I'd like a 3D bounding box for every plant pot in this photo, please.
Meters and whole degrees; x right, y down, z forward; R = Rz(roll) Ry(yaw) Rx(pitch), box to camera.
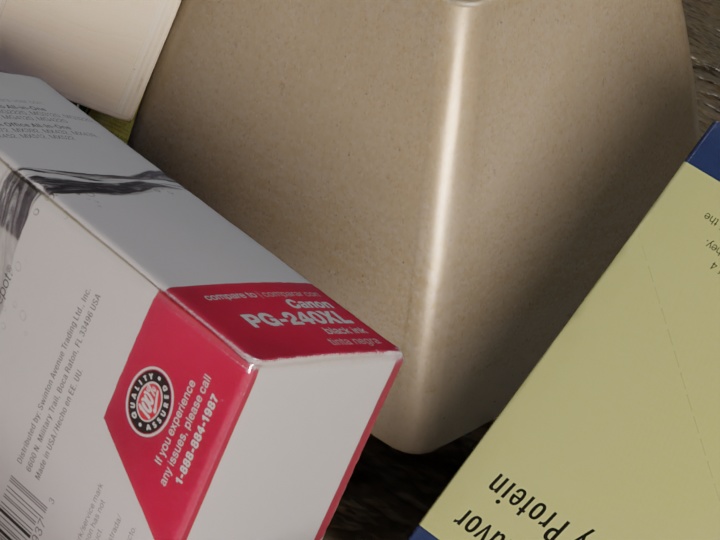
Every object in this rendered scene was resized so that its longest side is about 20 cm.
[{"bbox_3d":[0.027,-0.071,0.973,0.199,0.178,0.200,30,38,34],"label":"plant pot"}]

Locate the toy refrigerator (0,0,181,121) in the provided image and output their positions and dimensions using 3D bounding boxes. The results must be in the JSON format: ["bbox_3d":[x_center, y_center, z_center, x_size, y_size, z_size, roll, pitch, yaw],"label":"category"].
[{"bbox_3d":[-0.121,-0.146,1.025,0.076,0.070,0.200,21,24,-12],"label":"toy refrigerator"}]

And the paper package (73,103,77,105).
[{"bbox_3d":[-0.237,-0.144,1.143,0.199,0.104,0.191,13,22,-18],"label":"paper package"}]

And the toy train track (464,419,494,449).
[{"bbox_3d":[-0.008,0.061,1.020,0.199,0.033,0.115,20,10,-29],"label":"toy train track"}]

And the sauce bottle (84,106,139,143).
[{"bbox_3d":[-0.080,-0.105,1.100,0.066,0.201,0.066,29,-7,4],"label":"sauce bottle"}]

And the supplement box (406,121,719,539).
[{"bbox_3d":[0.157,0.096,0.806,0.200,0.200,0.134,34,-7,27],"label":"supplement box"}]

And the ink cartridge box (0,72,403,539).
[{"bbox_3d":[-0.102,0.038,0.792,0.200,0.146,0.083,37,24,32],"label":"ink cartridge box"}]

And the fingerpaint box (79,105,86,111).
[{"bbox_3d":[-0.024,-0.091,1.242,0.199,0.074,0.166,5,7,-42],"label":"fingerpaint box"}]
